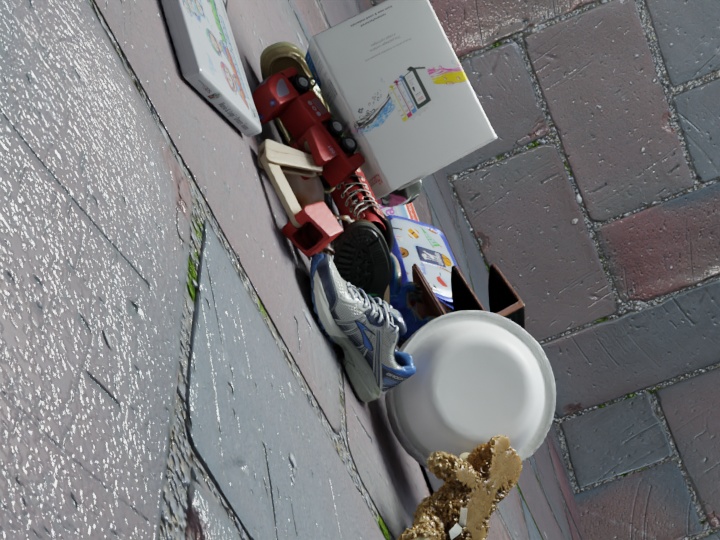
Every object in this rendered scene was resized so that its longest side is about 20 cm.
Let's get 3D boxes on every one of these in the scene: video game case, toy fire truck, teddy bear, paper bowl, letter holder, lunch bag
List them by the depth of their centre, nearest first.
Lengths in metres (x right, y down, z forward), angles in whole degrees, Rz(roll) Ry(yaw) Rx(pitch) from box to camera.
[{"bbox_3d":[-0.168,-0.259,1.397,0.182,0.024,0.200,42,29,-69],"label":"video game case"},{"bbox_3d":[0.102,0.267,1.470,0.145,0.067,0.200,43,63,-36],"label":"teddy bear"},{"bbox_3d":[-0.070,-0.127,1.497,0.200,0.049,0.141,53,44,3],"label":"toy fire truck"},{"bbox_3d":[0.135,0.148,1.588,0.104,0.200,0.201,126,-55,-78],"label":"paper bowl"},{"bbox_3d":[0.145,0.062,1.794,0.142,0.100,0.200,58,-9,28],"label":"letter holder"},{"bbox_3d":[0.097,0.030,1.970,0.200,0.124,0.170,52,16,-44],"label":"lunch bag"}]

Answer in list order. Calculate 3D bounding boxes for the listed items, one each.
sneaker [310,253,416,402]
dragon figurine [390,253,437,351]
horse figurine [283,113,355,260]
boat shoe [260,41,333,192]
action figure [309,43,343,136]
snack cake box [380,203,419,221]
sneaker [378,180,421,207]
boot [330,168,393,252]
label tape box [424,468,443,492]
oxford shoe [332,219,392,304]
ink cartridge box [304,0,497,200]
[{"bbox_3d":[0.005,0.054,1.507,0.077,0.085,0.200,-96,162,-57],"label":"sneaker"},{"bbox_3d":[0.044,0.066,1.741,0.200,0.099,0.059,62,-7,15],"label":"dragon figurine"},{"bbox_3d":[-0.053,-0.094,1.573,0.132,0.050,0.200,15,61,-58],"label":"horse figurine"},{"bbox_3d":[-0.068,-0.192,1.663,0.063,0.073,0.200,-100,167,-59],"label":"boat shoe"},{"bbox_3d":[-0.007,-0.198,1.739,0.200,0.055,0.118,69,13,19],"label":"action figure"},{"bbox_3d":[0.033,-0.137,2.129,0.115,0.067,0.200,-2,72,-82],"label":"snack cake box"},{"bbox_3d":[0.056,-0.145,1.977,0.200,0.086,0.081,-145,-129,-66],"label":"sneaker"},{"bbox_3d":[-0.007,-0.112,1.754,0.144,0.072,0.200,-140,-150,-79],"label":"boot"},{"bbox_3d":[0.125,0.258,1.810,0.143,0.066,0.200,-7,75,-81],"label":"label tape box"},{"bbox_3d":[0.000,0.000,1.568,0.200,0.073,0.085,88,-1,-51],"label":"oxford shoe"},{"bbox_3d":[0.044,-0.206,1.566,0.200,0.144,0.147,63,-6,-3],"label":"ink cartridge box"}]
